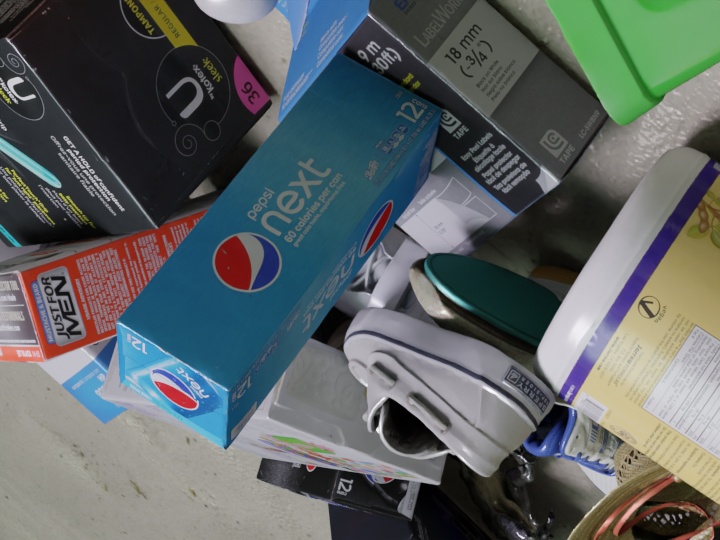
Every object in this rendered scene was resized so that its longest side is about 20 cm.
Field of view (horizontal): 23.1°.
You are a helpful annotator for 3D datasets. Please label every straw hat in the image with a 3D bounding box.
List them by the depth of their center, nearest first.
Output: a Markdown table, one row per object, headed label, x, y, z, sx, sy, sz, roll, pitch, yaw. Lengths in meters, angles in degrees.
| label | x | y | z | sx | sy | sz | roll | pitch | yaw |
| --- | --- | --- | --- | --- | --- | --- | --- | --- | --- |
| straw hat | 0.201 | 0.131 | 1.068 | 0.202 | 0.200 | 0.085 | 72 | 178 | -46 |

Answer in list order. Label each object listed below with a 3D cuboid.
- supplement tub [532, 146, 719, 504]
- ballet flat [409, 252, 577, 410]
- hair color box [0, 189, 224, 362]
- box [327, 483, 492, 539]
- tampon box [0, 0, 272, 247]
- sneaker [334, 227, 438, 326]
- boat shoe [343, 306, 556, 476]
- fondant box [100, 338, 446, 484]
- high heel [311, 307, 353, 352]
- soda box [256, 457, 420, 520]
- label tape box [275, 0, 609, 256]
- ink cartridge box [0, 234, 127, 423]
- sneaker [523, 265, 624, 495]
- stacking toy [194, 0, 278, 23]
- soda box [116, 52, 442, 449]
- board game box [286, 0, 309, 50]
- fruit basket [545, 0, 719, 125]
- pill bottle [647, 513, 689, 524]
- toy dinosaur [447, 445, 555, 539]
| label | x | y | z | sx | sy | sz | roll | pitch | yaw |
| --- | --- | --- | --- | --- | --- | --- | --- | --- | --- |
| supplement tub | 0.204 | 0.047 | 0.887 | 0.199 | 0.146 | 0.146 | 33 | 151 | 9 |
| ballet flat | 0.108 | 0.048 | 0.991 | 0.199 | 0.068 | 0.063 | 18 | 123 | -20 |
| hair color box | -0.147 | 0.000 | 1.158 | 0.111 | 0.199 | 0.064 | -3 | 104 | 59 |
| box | 0.052 | 0.228 | 1.298 | 0.141 | 0.079 | 0.200 | 42 | -173 | -11 |
| tampon box | -0.187 | -0.114 | 1.129 | 0.199 | 0.126 | 0.150 | -5 | 129 | 52 |
| sneaker | 0.000 | 0.000 | 1.064 | 0.115 | 0.075 | 0.200 | 25 | -176 | -42 |
| boat shoe | 0.034 | 0.071 | 0.959 | 0.072 | 0.066 | 0.200 | 41 | 168 | -26 |
| fondant box | -0.055 | 0.084 | 1.138 | 0.144 | 0.059 | 0.199 | 25 | 166 | -36 |
| high heel | 0.032 | 0.069 | 1.194 | 0.200 | 0.071 | 0.143 | 31 | 151 | 42 |
| soda box | -0.015 | 0.136 | 1.288 | 0.063 | 0.071 | 0.200 | 17 | 173 | -17 |
| label tape box | 0.018 | -0.106 | 0.969 | 0.200 | 0.063 | 0.144 | 41 | 151 | -5 |
| ink cartridge box | -0.203 | -0.014 | 1.275 | 0.200 | 0.145 | 0.084 | 43 | 151 | -9 |
| sneaker | 0.129 | 0.091 | 1.102 | 0.075 | 0.088 | 0.201 | 9 | 141 | 40 |
| stacking toy | -0.126 | -0.203 | 0.956 | 0.199 | 0.147 | 0.146 | 30 | 155 | -17 |
| soda box | -0.038 | -0.014 | 0.889 | 0.068 | 0.200 | 0.064 | 30 | 149 | 12 |
| board game box | -0.010 | -0.199 | 0.786 | 0.039 | 0.201 | 0.159 | 1 | 125 | -9 |
| fruit basket | 0.074 | -0.175 | 0.736 | 0.214 | 0.156 | 0.217 | 13 | 136 | 13 |
| pill bottle | 0.201 | 0.252 | 1.222 | 0.113 | 0.114 | 0.200 | 31 | 151 | 13 |
| toy dinosaur | 0.109 | 0.171 | 1.247 | 0.201 | 0.047 | 0.088 | 61 | 153 | 20 |
